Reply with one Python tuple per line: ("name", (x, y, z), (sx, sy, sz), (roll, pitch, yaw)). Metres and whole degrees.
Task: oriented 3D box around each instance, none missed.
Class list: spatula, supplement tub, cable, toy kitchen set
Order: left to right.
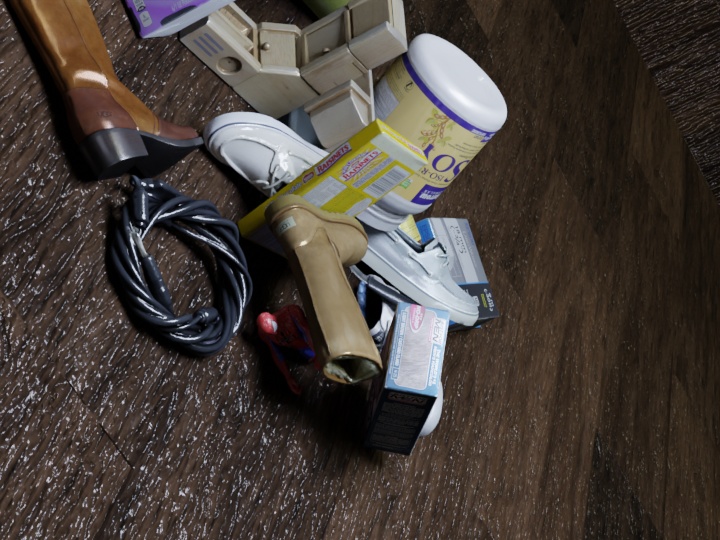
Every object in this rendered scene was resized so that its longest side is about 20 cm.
("cable", (-0.165, 0.002, 1.493), (0.200, 0.050, 0.165), (38, 38, -48))
("toy kitchen set", (-0.072, -0.249, 1.710), (0.180, 0.198, 0.165), (39, 36, -43))
("spatula", (0.000, 0.000, 1.784), (0.199, 0.021, 0.057), (38, 35, -15))
("supplement tub", (0.060, -0.159, 1.789), (0.145, 0.200, 0.146), (33, 26, -19))

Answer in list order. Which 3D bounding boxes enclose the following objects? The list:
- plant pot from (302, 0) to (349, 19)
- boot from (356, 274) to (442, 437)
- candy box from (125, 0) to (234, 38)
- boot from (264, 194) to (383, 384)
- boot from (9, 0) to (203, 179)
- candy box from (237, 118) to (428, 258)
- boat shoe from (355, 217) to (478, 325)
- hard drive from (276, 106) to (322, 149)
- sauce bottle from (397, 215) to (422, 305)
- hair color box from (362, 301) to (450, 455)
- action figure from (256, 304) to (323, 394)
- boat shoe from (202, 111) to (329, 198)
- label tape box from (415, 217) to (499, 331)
("plant pot", (-0.029, -0.413, 1.976), (0.184, 0.198, 0.203), (50, 28, -54))
("boot", (0.036, 0.099, 1.811), (0.095, 0.073, 0.202), (35, 32, -40))
("candy box", (-0.193, -0.374, 1.610), (0.202, 0.166, 0.071), (66, 23, -1))
("boot", (-0.021, 0.031, 1.622), (0.174, 0.066, 0.202), (19, 41, -52))
("boot", (-0.250, -0.189, 1.498), (0.188, 0.068, 0.202), (-18, 78, -58))
("candy box", (-0.030, -0.084, 1.661), (0.102, 0.199, 0.027), (29, 32, -53))
("boat shoe", (0.073, -0.009, 1.869), (0.200, 0.072, 0.070), (35, 14, -7))
("hard drive", (-0.055, -0.142, 1.856), (0.140, 0.033, 0.202), (47, 32, -38))
("sauce bottle", (0.047, -0.034, 1.931), (0.202, 0.065, 0.066), (67, 25, -3))
("hair color box", (0.048, 0.121, 1.659), (0.200, 0.060, 0.101), (107, -6, -64))
("action figure", (-0.046, 0.097, 1.635), (0.199, 0.065, 0.100), (29, 35, -54))
("boat shoe", (-0.088, -0.110, 1.683), (0.199, 0.071, 0.070), (26, 35, -41))
("label tape box", (0.129, 0.005, 2.067), (0.199, 0.063, 0.146), (-3, 72, -64))
